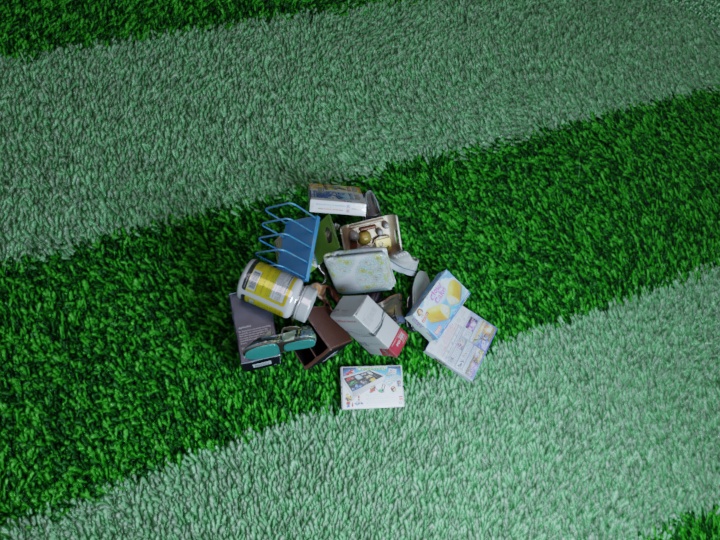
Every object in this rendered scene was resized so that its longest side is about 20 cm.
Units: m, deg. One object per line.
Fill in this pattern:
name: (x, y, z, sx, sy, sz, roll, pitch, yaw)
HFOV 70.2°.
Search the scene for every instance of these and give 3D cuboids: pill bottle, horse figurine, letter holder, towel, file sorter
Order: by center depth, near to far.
pill bottle: (-0.223, 0.058, 1.382, 0.197, 0.115, 0.116, 24, 70, 1)
file sorter: (-0.222, -0.078, 1.495, 0.122, 0.137, 0.204, 28, 64, -46)
letter holder: (-0.127, 0.191, 1.515, 0.100, 0.200, 0.143, -38, 80, 13)
towel: (0.000, 0.000, 1.564, 0.196, 0.173, 0.049, -6, 48, 11)
horse figurine: (-0.157, 0.086, 1.631, 0.196, 0.050, 0.135, -9, 75, -13)

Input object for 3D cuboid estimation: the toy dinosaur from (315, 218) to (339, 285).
toy dinosaur: (-0.122, -0.057, 1.646, 0.076, 0.102, 0.203, 13, 77, 32)

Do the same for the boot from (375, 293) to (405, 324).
boot: (0.100, 0.128, 1.602, 0.074, 0.199, 0.099, -19, 85, 21)

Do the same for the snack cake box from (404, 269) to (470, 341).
snack cake box: (0.246, 0.111, 1.629, 0.115, 0.067, 0.201, 42, 66, -6)

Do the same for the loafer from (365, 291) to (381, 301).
loafer: (0.043, 0.061, 1.666, 0.062, 0.072, 0.202, 14, 56, 12)

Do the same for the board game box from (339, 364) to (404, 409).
board game box: (0.035, 0.362, 1.589, 0.196, 0.035, 0.129, 1, 74, -10)

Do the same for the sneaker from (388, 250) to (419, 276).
sneaker: (0.122, -0.033, 1.658, 0.072, 0.199, 0.072, 19, 93, 34)

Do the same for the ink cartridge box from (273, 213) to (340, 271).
ink cartridge box: (-0.170, -0.080, 1.586, 0.075, 0.199, 0.149, 25, 36, -44)

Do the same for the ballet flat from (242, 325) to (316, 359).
ballet flat: (-0.219, 0.189, 1.378, 0.196, 0.074, 0.076, -8, 74, -13)

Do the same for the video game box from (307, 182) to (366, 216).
video game box: (-0.081, -0.235, 1.679, 0.179, 0.201, 0.048, 6, 114, -11)

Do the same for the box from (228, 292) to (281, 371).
box: (-0.306, 0.176, 1.499, 0.115, 0.197, 0.204, -10, 75, -12)

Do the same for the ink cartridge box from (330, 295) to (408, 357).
ink cartridge box: (0.027, 0.167, 1.550, 0.200, 0.146, 0.083, 45, 64, -24)

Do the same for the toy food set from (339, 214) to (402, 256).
toy food set: (0.037, -0.091, 1.678, 0.196, 0.060, 0.146, -14, 106, -10)

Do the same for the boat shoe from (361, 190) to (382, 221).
boat shoe: (0.040, -0.174, 1.735, 0.071, 0.071, 0.203, -17, 80, -16)

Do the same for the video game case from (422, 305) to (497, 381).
video game case: (0.327, 0.228, 1.679, 0.180, 0.046, 0.202, 32, 70, 2)

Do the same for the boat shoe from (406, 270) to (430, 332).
boat shoe: (0.183, 0.102, 1.683, 0.075, 0.060, 0.203, 21, 67, -24)
